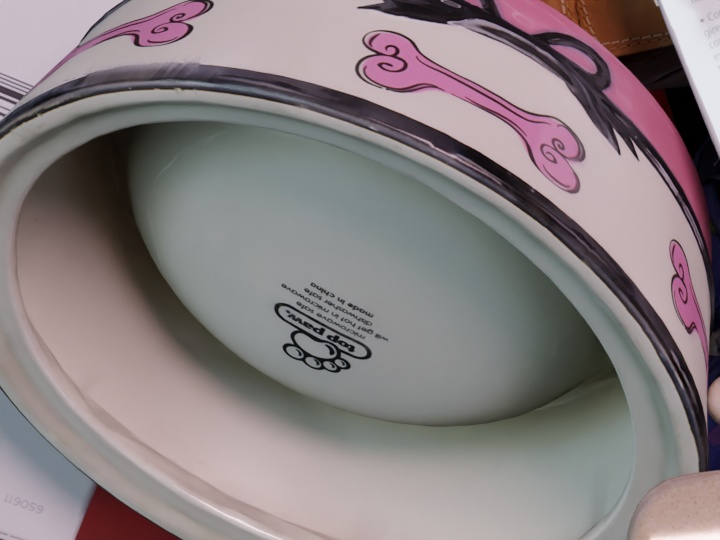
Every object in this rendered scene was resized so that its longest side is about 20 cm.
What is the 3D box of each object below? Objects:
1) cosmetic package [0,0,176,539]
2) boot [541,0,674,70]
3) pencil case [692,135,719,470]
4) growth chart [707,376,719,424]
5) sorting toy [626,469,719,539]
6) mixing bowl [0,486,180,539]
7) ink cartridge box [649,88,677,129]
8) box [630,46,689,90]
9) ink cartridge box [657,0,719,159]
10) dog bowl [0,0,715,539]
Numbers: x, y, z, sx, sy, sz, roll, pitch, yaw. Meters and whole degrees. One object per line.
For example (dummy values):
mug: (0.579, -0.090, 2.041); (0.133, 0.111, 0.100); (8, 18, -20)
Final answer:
cosmetic package: (-0.118, -0.050, 0.907); (0.200, 0.122, 0.200); (-66, 20, 6)
boot: (0.030, -0.121, 0.814); (0.199, 0.076, 0.156); (-10, 93, 41)
pencil case: (0.080, 0.039, 0.879); (0.078, 0.087, 0.200); (44, 129, 3)
growth chart: (0.180, -0.026, 0.730); (0.144, 0.018, 0.201); (28, 81, 36)
sorting toy: (0.152, 0.134, 0.651); (0.036, 0.184, 0.201); (-119, 23, -73)
mixing bowl: (-0.079, 0.119, 0.972); (0.200, 0.108, 0.201); (-166, 90, -75)
ink cartridge box: (0.010, -0.070, 0.925); (0.162, 0.050, 0.201); (-48, 43, 39)
box: (0.097, -0.156, 0.835); (0.068, 0.082, 0.201); (-19, 81, 45)
ink cartridge box: (0.141, -0.106, 0.711); (0.160, 0.050, 0.201); (-24, 77, 17)
dog bowl: (0.000, 0.000, 0.755); (0.199, 0.074, 0.201); (15, 143, 12)
